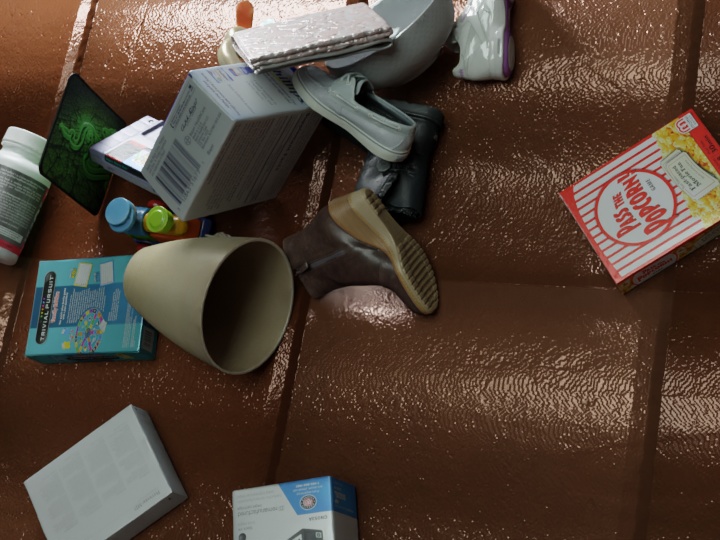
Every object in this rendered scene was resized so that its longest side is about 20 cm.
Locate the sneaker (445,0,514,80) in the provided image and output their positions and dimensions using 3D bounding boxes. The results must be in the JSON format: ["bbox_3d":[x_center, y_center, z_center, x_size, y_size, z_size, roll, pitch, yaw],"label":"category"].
[{"bbox_3d":[0.165,-0.358,1.767,0.099,0.075,0.200,-5,69,21],"label":"sneaker"}]

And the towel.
[{"bbox_3d":[-0.067,-0.316,1.713,0.200,0.032,0.191,-13,24,-8],"label":"towel"}]

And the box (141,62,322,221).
[{"bbox_3d":[-0.172,-0.183,1.736,0.105,0.200,0.184,47,126,19],"label":"box"}]

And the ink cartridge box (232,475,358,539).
[{"bbox_3d":[-0.081,0.375,1.600,0.145,0.084,0.200,-12,67,19],"label":"ink cartridge box"}]

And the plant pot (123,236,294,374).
[{"bbox_3d":[-0.228,0.030,1.746,0.200,0.187,0.188,13,77,34],"label":"plant pot"}]

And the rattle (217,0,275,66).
[{"bbox_3d":[-0.180,-0.295,1.906,0.200,0.130,0.143,-116,34,-40],"label":"rattle"}]

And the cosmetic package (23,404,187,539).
[{"bbox_3d":[-0.358,0.308,1.765,0.200,0.052,0.151,-35,59,8],"label":"cosmetic package"}]

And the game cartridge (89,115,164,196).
[{"bbox_3d":[-0.293,-0.166,1.881,0.200,0.038,0.130,26,40,29],"label":"game cartridge"}]

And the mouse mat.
[{"bbox_3d":[-0.412,-0.185,1.884,0.008,0.200,0.161,11,76,16],"label":"mouse mat"}]

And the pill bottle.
[{"bbox_3d":[-0.553,-0.118,1.972,0.111,0.111,0.200,16,79,27],"label":"pill bottle"}]

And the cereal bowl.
[{"bbox_3d":[0.053,-0.319,1.773,0.200,0.083,0.200,-32,25,17],"label":"cereal bowl"}]

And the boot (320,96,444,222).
[{"bbox_3d":[0.008,-0.156,1.759,0.200,0.076,0.168,11,72,20],"label":"boot"}]

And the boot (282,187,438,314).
[{"bbox_3d":[0.000,0.000,1.716,0.166,0.072,0.200,-34,88,35],"label":"boot"}]

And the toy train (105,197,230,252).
[{"bbox_3d":[-0.261,-0.062,1.817,0.200,0.116,0.085,8,81,26],"label":"toy train"}]

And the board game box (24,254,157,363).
[{"bbox_3d":[-0.393,0.058,1.874,0.200,0.047,0.151,-3,70,23],"label":"board game box"}]

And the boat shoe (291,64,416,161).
[{"bbox_3d":[-0.004,-0.229,1.698,0.201,0.070,0.072,39,126,17],"label":"boat shoe"}]

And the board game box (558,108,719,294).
[{"bbox_3d":[0.375,-0.087,1.592,0.200,0.046,0.152,-33,62,9],"label":"board game box"}]
